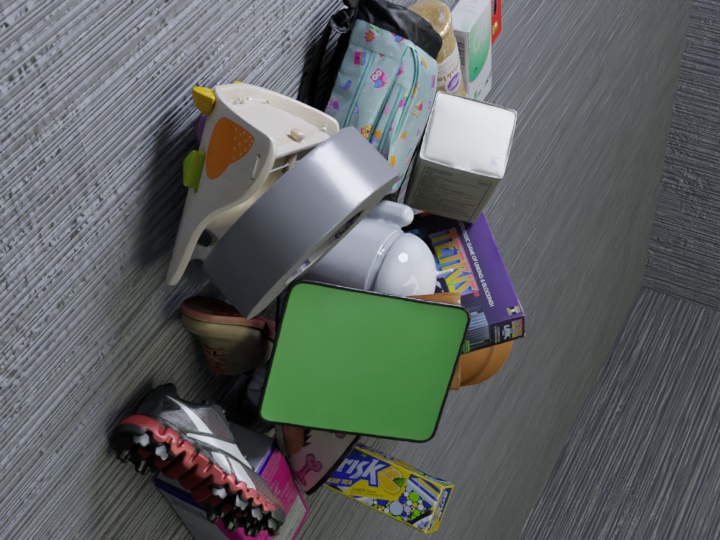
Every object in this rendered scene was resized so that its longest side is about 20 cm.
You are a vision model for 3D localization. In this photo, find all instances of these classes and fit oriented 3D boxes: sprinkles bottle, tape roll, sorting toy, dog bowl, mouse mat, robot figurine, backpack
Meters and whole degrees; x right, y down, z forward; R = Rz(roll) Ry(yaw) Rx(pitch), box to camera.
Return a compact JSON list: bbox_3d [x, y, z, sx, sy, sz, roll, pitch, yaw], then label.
[{"bbox_3d":[0.098,-0.259,1.428,0.069,0.068,0.200,-62,156,-20],"label":"sprinkles bottle"},{"bbox_3d":[-0.056,-0.045,1.044,0.200,0.066,0.200,-44,179,-1],"label":"tape roll"},{"bbox_3d":[-0.123,-0.074,1.031,0.181,0.106,0.200,-64,172,17],"label":"sorting toy"},{"bbox_3d":[-0.029,0.158,1.283,0.201,0.074,0.200,-54,-179,1],"label":"dog bowl"},{"bbox_3d":[0.004,0.096,1.123,0.008,0.198,0.162,-120,-137,-65],"label":"mouse mat"},{"bbox_3d":[0.000,0.000,1.229,0.171,0.198,0.113,-70,159,-4],"label":"robot figurine"},{"bbox_3d":[0.015,-0.187,1.214,0.202,0.126,0.167,-70,162,6],"label":"backpack"}]

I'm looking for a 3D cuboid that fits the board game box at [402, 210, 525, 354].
[{"bbox_3d":[0.103,0.014,1.417,0.057,0.164,0.201,76,-2,-53],"label":"board game box"}]

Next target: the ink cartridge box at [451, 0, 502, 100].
[{"bbox_3d":[0.179,-0.341,1.581,0.201,0.050,0.162,-54,153,-31],"label":"ink cartridge box"}]

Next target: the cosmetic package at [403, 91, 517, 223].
[{"bbox_3d":[0.117,-0.133,1.340,0.200,0.102,0.088,112,-6,-78],"label":"cosmetic package"}]

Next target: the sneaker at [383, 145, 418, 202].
[{"bbox_3d":[0.020,-0.117,1.387,0.082,0.073,0.202,-174,-79,-84],"label":"sneaker"}]

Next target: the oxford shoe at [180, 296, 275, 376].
[{"bbox_3d":[-0.135,0.076,1.147,0.075,0.070,0.200,-67,158,-3],"label":"oxford shoe"}]

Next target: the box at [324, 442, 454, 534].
[{"bbox_3d":[0.022,0.287,1.516,0.071,0.199,0.064,-69,159,-1],"label":"box"}]

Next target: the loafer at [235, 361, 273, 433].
[{"bbox_3d":[-0.095,0.122,1.302,0.072,0.073,0.200,-51,178,38],"label":"loafer"}]

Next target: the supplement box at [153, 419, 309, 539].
[{"bbox_3d":[-0.139,0.257,1.243,0.104,0.100,0.201,-59,156,-28],"label":"supplement box"}]

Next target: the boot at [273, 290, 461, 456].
[{"bbox_3d":[0.006,0.110,1.167,0.068,0.198,0.190,-133,-133,-79],"label":"boot"}]

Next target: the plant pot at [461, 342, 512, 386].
[{"bbox_3d":[0.100,0.075,1.569,0.139,0.199,0.202,-9,117,-47],"label":"plant pot"}]

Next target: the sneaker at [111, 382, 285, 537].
[{"bbox_3d":[-0.147,0.185,1.099,0.071,0.200,0.098,-35,-156,42],"label":"sneaker"}]
